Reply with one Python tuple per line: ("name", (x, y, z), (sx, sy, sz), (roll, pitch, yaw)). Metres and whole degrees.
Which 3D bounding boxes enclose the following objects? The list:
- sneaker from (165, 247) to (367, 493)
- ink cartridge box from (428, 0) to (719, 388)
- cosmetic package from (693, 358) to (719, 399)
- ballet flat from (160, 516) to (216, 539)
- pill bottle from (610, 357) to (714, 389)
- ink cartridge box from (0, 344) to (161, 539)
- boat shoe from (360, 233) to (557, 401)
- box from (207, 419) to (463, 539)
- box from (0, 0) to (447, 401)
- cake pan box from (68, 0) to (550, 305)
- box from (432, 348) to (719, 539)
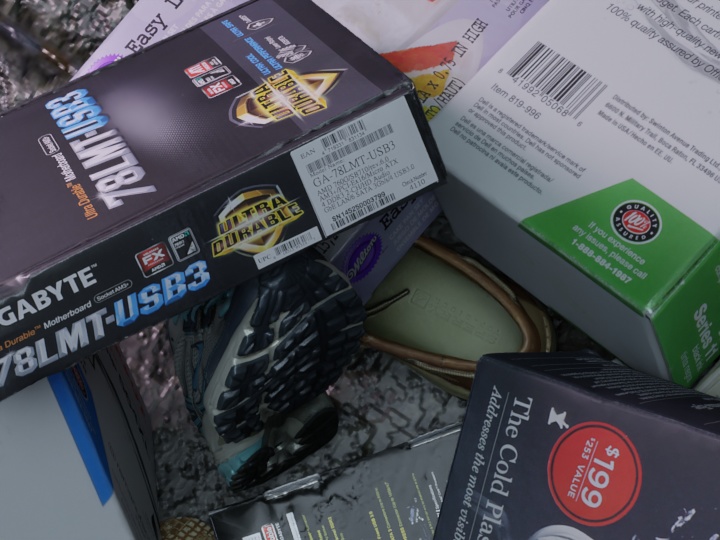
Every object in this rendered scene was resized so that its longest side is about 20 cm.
("sneaker", (-0.056, 0.031, 1.066), (0.077, 0.200, 0.086), (-30, 72, -20))
("ink cartridge box", (0.145, -0.069, 1.039), (0.200, 0.083, 0.146), (-45, 57, -11))
("cosmetic package", (0.232, 0.031, 1.043), (0.105, 0.071, 0.200), (42, 52, 4))
("ballet flat", (-0.120, 0.207, 1.111), (0.070, 0.065, 0.201), (26, 85, 9))
("pill bottle", (0.166, 0.129, 1.070), (0.112, 0.113, 0.201), (-32, 80, 0))
("ink cartridge box", (-0.149, 0.064, 1.046), (0.084, 0.200, 0.147), (-20, 114, 1))
("boat shoe", (0.000, 0.000, 1.124), (0.199, 0.074, 0.076), (20, 84, 8))
("box", (0.036, 0.180, 1.108), (0.159, 0.049, 0.201), (-21, 80, 5))
("box", (-0.085, -0.039, 0.973), (0.198, 0.200, 0.050), (-24, 113, -7))
("cake pan box", (-0.016, -0.100, 1.113), (0.184, 0.052, 0.200), (35, 80, 33))
("box", (0.120, 0.151, 0.933), (0.181, 0.104, 0.201), (17, 97, 28))
